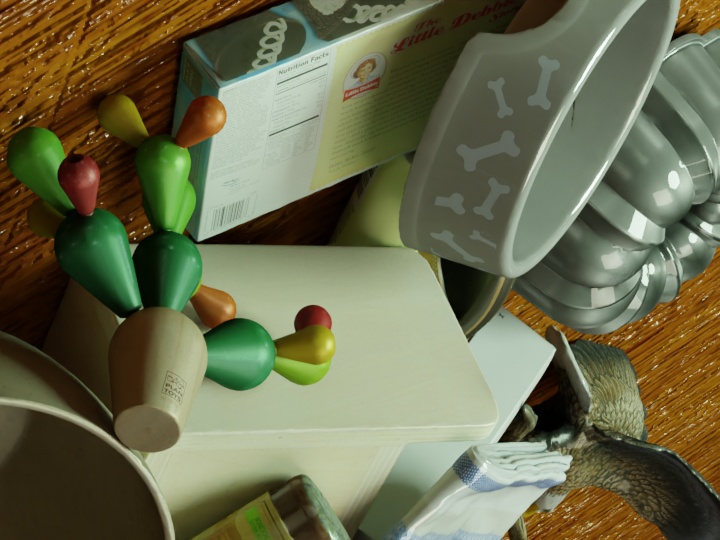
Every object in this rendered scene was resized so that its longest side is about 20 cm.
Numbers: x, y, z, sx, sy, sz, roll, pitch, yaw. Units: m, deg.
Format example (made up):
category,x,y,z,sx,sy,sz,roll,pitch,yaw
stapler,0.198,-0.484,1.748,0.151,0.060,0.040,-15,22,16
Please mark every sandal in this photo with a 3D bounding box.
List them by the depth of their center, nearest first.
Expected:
category,x,y,z,sx,sy,sz,roll,pitch,yaw
sandal,0.036,0.005,1.508,0.054,0.082,0.200,12,135,-29

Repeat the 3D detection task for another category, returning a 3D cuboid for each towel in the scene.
category,x,y,z,sx,sy,sz,roll,pitch,yaw
towel,0.024,0.167,1.413,0.200,0.024,0.147,-48,162,12

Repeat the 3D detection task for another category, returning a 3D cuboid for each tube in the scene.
category,x,y,z,sx,sy,sz,roll,pitch,yaw
tube,0.000,0.000,1.466,0.058,0.052,0.201,7,134,-28

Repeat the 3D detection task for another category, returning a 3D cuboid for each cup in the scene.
category,x,y,z,sx,sy,sz,roll,pitch,yaw
cup,-0.196,0.104,1.251,0.199,0.144,0.202,-7,123,-11

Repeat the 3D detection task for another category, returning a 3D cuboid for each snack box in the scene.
category,x,y,z,sx,sy,sz,roll,pitch,yaw
snack box,-0.002,-0.097,1.328,0.199,0.037,0.117,-24,149,-26

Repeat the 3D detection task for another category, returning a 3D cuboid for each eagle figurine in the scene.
category,x,y,z,sx,sy,sz,roll,pitch,yaw
eagle figurine,0.158,0.120,1.741,0.199,0.153,0.151,4,170,-31

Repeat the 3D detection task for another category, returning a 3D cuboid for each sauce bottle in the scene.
category,x,y,z,sx,sy,sz,roll,pitch,yaw
sauce bottle,-0.095,0.178,1.304,0.199,0.065,0.065,-34,152,0

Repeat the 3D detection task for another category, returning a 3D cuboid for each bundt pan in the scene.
category,x,y,z,sx,sy,sz,roll,pitch,yaw
bundt pan,0.171,-0.041,1.549,0.201,0.076,0.202,-38,160,-17

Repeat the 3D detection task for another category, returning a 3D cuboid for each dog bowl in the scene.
category,x,y,z,sx,sy,sz,roll,pitch,yaw
dog bowl,0.096,-0.085,1.350,0.201,0.058,0.200,-54,164,-23

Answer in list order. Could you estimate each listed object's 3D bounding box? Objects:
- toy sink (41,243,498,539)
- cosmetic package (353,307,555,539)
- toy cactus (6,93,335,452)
category,x,y,z,sx,sy,sz,roll,pitch,yaw
toy sink,-0.051,0.070,1.373,0.199,0.131,0.112,-1,137,-29
cosmetic package,0.039,0.113,1.542,0.200,0.050,0.083,-52,176,-42
toy cactus,-0.082,0.013,1.226,0.102,0.166,0.200,-25,127,24
